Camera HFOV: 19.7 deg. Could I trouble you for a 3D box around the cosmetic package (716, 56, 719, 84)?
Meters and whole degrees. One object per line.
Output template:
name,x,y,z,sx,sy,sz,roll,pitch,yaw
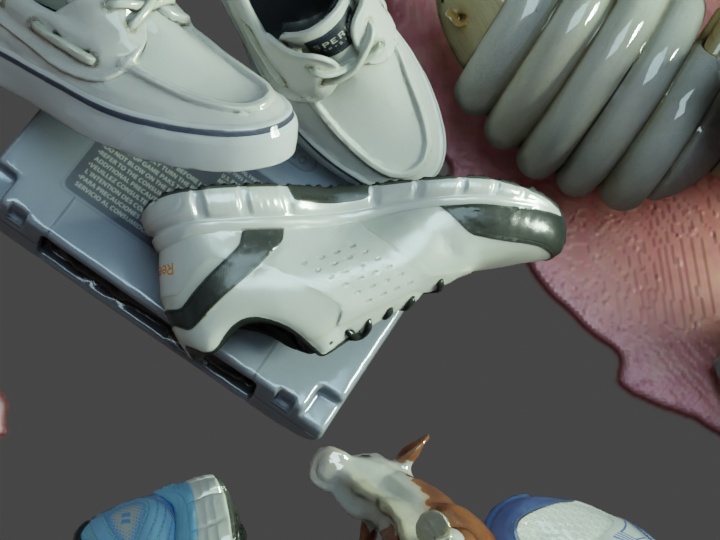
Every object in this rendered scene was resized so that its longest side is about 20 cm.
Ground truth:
cosmetic package,0.251,-0.080,1.017,0.200,0.090,0.108,-37,118,-56

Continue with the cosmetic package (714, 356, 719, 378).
cosmetic package,0.257,0.104,0.986,0.090,0.107,0.201,-13,74,-19

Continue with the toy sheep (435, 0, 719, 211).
toy sheep,0.123,-0.099,1.030,0.199,0.138,0.138,33,63,4

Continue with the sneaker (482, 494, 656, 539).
sneaker,0.149,0.158,0.952,0.199,0.088,0.076,31,65,1

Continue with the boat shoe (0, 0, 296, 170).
boat shoe,-0.114,-0.108,0.942,0.199,0.066,0.072,28,36,24

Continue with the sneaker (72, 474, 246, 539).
sneaker,-0.086,0.193,0.895,0.089,0.078,0.201,-8,66,2

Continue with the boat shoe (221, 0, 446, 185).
boat shoe,-0.019,-0.115,0.953,0.072,0.066,0.201,-32,110,-5

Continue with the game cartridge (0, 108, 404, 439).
game cartridge,-0.068,-0.025,1.000,0.199,0.042,0.133,35,59,1

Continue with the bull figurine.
bull figurine,0.044,0.155,0.912,0.065,0.121,0.201,-35,83,6

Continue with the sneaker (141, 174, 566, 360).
sneaker,0.000,0.000,0.958,0.199,0.074,0.081,-5,80,-11
